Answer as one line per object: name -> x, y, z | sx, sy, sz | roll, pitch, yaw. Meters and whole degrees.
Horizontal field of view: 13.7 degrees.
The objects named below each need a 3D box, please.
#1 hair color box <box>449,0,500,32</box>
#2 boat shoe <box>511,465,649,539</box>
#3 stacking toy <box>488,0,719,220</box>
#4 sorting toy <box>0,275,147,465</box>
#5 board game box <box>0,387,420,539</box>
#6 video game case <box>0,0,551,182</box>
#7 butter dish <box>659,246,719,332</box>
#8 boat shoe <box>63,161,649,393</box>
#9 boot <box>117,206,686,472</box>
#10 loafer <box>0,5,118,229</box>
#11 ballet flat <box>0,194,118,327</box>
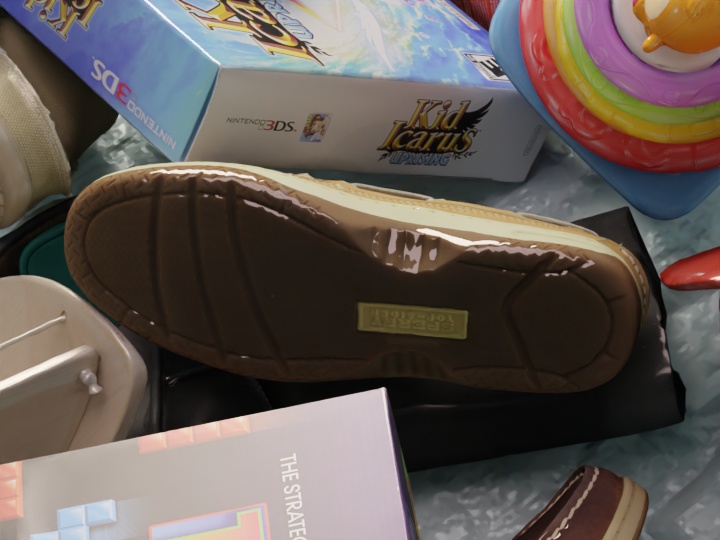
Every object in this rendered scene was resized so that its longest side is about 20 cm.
hair color box -> 0.080, -0.137, 1.198 | 0.101, 0.061, 0.200 | -32, 52, -12
boat shoe -> 0.015, 0.126, 0.979 | 0.072, 0.072, 0.200 | 44, 70, 0
stacking toy -> 0.107, -0.086, 1.006 | 0.116, 0.200, 0.110 | -44, 89, 5
sorting toy -> -0.208, 0.049, 1.043 | 0.199, 0.107, 0.180 | -24, 53, -31
board game box -> -0.056, 0.137, 0.907 | 0.165, 0.057, 0.200 | -13, 44, 2
video game case -> -0.050, -0.105, 1.146 | 0.181, 0.046, 0.200 | -1, 33, -45
butter dish -> 0.194, 0.059, 0.957 | 0.198, 0.200, 0.149 | 3, 92, 3
boat shoe -> 0.000, 0.000, 1.033 | 0.199, 0.072, 0.076 | 12, 20, 8
boot -> 0.018, 0.064, 1.056 | 0.199, 0.066, 0.165 | -9, 52, 2
loafer -> -0.128, -0.070, 1.139 | 0.068, 0.076, 0.200 | -27, 16, -3
ballet flat -> -0.127, 0.008, 1.132 | 0.199, 0.073, 0.073 | -28, 50, 0
